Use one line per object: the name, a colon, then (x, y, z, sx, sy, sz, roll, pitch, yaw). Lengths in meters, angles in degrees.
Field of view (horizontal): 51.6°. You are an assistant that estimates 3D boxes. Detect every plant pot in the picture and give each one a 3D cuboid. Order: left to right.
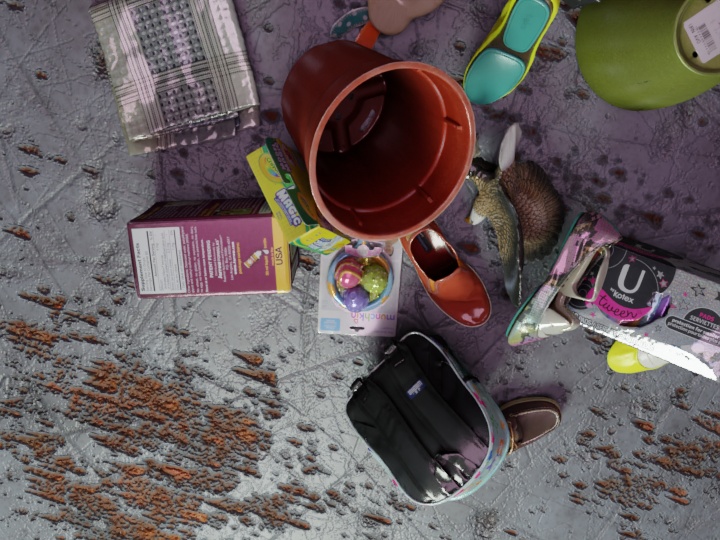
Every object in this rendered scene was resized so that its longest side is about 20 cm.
plant pot: (0.003, -0.170, 0.873, 0.197, 0.196, 0.204, -12, 124, -19)
plant pot: (0.368, -0.274, 0.863, 0.183, 0.200, 0.191, 0, 106, 0)

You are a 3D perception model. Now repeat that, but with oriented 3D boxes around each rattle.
rattle: (0.048, -0.368, 0.929, 0.128, 0.145, 0.201, 16, 141, -10)

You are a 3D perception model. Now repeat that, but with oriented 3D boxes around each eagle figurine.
eagle figurine: (0.187, -0.077, 0.962, 0.152, 0.151, 0.200, -43, 91, 1)

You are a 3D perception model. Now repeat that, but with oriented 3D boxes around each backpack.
backpack: (0.099, 0.206, 1.000, 0.178, 0.150, 0.201, -47, 57, 12)

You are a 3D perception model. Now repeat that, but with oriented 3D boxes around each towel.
towel: (-0.234, -0.259, 0.953, 0.189, 0.035, 0.204, -12, 106, 3)

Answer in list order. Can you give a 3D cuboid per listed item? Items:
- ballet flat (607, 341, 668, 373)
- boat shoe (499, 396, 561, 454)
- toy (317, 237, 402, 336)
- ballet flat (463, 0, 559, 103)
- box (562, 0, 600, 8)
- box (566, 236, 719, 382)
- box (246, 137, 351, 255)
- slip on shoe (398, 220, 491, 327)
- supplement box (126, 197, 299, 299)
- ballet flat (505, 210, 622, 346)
ballet flat: (0.441, 0.091, 1.035, 0.198, 0.067, 0.068, -27, 105, 8)
boat shoe: (0.200, 0.244, 1.074, 0.197, 0.072, 0.073, -17, 105, 5)
toy: (0.000, 0.000, 1.018, 0.113, 0.047, 0.204, 3, 105, 0)
ballet flat: (0.184, -0.279, 0.892, 0.066, 0.200, 0.068, 25, 64, -3)
box: (0.267, -0.434, 0.858, 0.147, 0.125, 0.201, 34, 104, -8)
box: (0.381, 0.038, 0.948, 0.198, 0.132, 0.117, 23, 106, 25)
box: (-0.073, -0.085, 0.902, 0.048, 0.200, 0.119, -28, 81, 7)
slip on shoe: (0.115, 0.006, 1.007, 0.074, 0.061, 0.201, -33, 115, 7)
supplement box: (-0.183, -0.032, 0.966, 0.196, 0.131, 0.105, -2, 106, 1)
ballet flat: (0.252, 0.026, 0.914, 0.071, 0.069, 0.202, 40, 112, 30)
